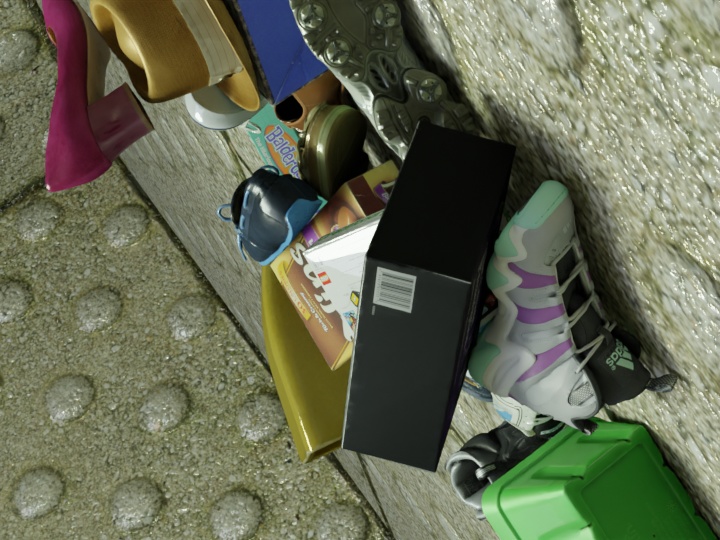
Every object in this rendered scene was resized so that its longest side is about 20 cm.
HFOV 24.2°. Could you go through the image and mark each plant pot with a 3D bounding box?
[{"bbox_3d":[-0.008,0.055,1.659,0.196,0.192,0.202,114,131,-80],"label":"plant pot"}]

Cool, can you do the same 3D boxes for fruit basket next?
[{"bbox_3d":[0.194,0.225,1.334,0.215,0.155,0.217,40,148,31],"label":"fruit basket"}]

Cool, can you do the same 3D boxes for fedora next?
[{"bbox_3d":[-0.154,-0.188,1.301,0.202,0.081,0.201,55,171,13],"label":"fedora"}]

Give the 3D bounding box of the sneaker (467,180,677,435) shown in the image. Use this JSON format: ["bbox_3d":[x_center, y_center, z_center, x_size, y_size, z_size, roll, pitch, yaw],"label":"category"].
[{"bbox_3d":[0.154,0.036,1.134,0.139,0.078,0.201,31,147,19],"label":"sneaker"}]

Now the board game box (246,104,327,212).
[{"bbox_3d":[-0.079,-0.138,1.661,0.153,0.045,0.200,61,-175,-23],"label":"board game box"}]

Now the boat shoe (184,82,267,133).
[{"bbox_3d":[-0.112,-0.161,1.469,0.203,0.074,0.087,-74,5,-53],"label":"boat shoe"}]

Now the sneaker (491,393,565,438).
[{"bbox_3d":[0.145,0.092,1.318,0.073,0.071,0.200,61,175,7],"label":"sneaker"}]

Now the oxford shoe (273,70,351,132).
[{"bbox_3d":[-0.047,-0.153,1.518,0.072,0.071,0.200,52,172,14],"label":"oxford shoe"}]

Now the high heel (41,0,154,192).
[{"bbox_3d":[-0.241,-0.151,1.340,0.201,0.096,0.068,57,180,41],"label":"high heel"}]

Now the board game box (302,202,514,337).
[{"bbox_3d":[0.054,0.007,1.319,0.199,0.035,0.127,-21,104,47],"label":"board game box"}]

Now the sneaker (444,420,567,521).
[{"bbox_3d":[0.131,0.172,1.523,0.076,0.113,0.200,55,170,13],"label":"sneaker"}]

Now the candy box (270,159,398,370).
[{"bbox_3d":[0.000,0.000,1.468,0.117,0.056,0.200,58,152,7],"label":"candy box"}]

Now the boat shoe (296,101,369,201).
[{"bbox_3d":[-0.033,-0.103,1.462,0.063,0.074,0.201,25,176,7],"label":"boat shoe"}]

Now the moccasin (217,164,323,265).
[{"bbox_3d":[-0.077,-0.059,1.460,0.068,0.081,0.200,39,164,-4],"label":"moccasin"}]

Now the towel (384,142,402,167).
[{"bbox_3d":[0.053,-0.077,1.368,0.201,0.031,0.149,58,170,-2],"label":"towel"}]

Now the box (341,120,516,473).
[{"bbox_3d":[0.047,0.021,1.182,0.078,0.142,0.201,13,137,6],"label":"box"}]

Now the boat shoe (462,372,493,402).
[{"bbox_3d":[0.067,0.035,1.538,0.201,0.070,0.091,53,170,26],"label":"boat shoe"}]

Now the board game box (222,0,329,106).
[{"bbox_3d":[-0.097,-0.261,1.327,0.200,0.096,0.160,51,169,33],"label":"board game box"}]

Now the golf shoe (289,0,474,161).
[{"bbox_3d":[0.004,-0.160,1.227,0.201,0.078,0.097,60,176,-9],"label":"golf shoe"}]
